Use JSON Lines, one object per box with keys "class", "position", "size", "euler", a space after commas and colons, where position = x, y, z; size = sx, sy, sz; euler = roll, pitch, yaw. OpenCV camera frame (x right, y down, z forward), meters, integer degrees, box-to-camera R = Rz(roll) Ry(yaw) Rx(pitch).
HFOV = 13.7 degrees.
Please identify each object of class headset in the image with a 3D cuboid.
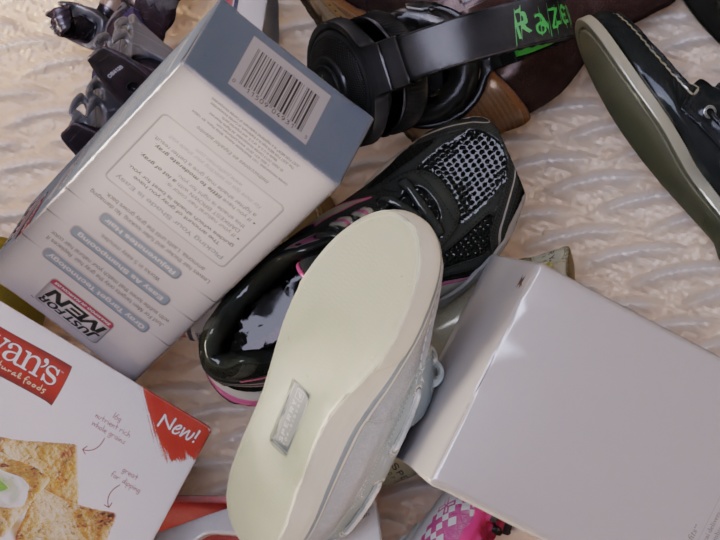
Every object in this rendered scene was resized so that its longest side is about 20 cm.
{"class": "headset", "position": [0.011, -0.114, 1.537], "size": [0.200, 0.123, 0.094], "euler": [-18, 89, 32]}

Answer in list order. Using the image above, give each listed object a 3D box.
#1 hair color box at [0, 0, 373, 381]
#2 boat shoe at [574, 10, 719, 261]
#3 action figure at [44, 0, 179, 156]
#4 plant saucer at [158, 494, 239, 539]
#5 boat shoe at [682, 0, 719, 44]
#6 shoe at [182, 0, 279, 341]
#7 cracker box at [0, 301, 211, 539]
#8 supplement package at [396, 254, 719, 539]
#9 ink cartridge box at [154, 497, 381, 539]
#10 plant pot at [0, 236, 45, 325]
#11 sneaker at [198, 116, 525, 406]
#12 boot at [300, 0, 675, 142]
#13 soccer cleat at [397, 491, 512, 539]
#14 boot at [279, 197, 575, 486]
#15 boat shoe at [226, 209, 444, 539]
{"class": "hair color box", "position": [-0.093, -0.037, 1.516], "size": [0.099, 0.061, 0.200], "euler": [38, 132, -11]}
{"class": "boat shoe", "position": [0.191, -0.064, 1.566], "size": [0.066, 0.075, 0.199], "euler": [-36, 80, -9]}
{"class": "action figure", "position": [-0.117, -0.144, 1.615], "size": [0.069, 0.200, 0.130], "euler": [29, 127, -20]}
{"class": "plant saucer", "position": [-0.146, 0.220, 1.612], "size": [0.200, 0.037, 0.200], "euler": [0, 81, 18]}
{"class": "boat shoe", "position": [0.187, -0.193, 1.571], "size": [0.074, 0.063, 0.202], "euler": [-22, 100, 4]}
{"class": "shoe", "position": [-0.102, -0.064, 1.638], "size": [0.091, 0.071, 0.200], "euler": [9, 87, 9]}
{"class": "cracker box", "position": [-0.183, 0.135, 1.540], "size": [0.134, 0.058, 0.200], "euler": [31, 71, -11]}
{"class": "supplement package", "position": [0.135, 0.089, 1.495], "size": [0.200, 0.120, 0.121], "euler": [28, 89, -9]}
{"class": "ink cartridge box", "position": [-0.065, 0.208, 1.540], "size": [0.200, 0.045, 0.176], "euler": [-20, 50, 17]}
{"class": "plant pot", "position": [-0.310, 0.047, 1.595], "size": [0.200, 0.176, 0.200], "euler": [14, 84, 27]}
{"class": "sneaker", "position": [0.000, 0.000, 1.523], "size": [0.200, 0.086, 0.080], "euler": [-43, 81, 3]}
{"class": "boot", "position": [0.053, -0.173, 1.630], "size": [0.166, 0.072, 0.200], "euler": [-37, 77, -2]}
{"class": "soccer cleat", "position": [0.008, 0.181, 1.572], "size": [0.086, 0.070, 0.200], "euler": [26, 87, 16]}
{"class": "boot", "position": [0.036, 0.005, 1.595], "size": [0.154, 0.072, 0.200], "euler": [-16, 82, 11]}
{"class": "boat shoe", "position": [0.000, 0.054, 1.482], "size": [0.070, 0.071, 0.201], "euler": [46, 123, 35]}
